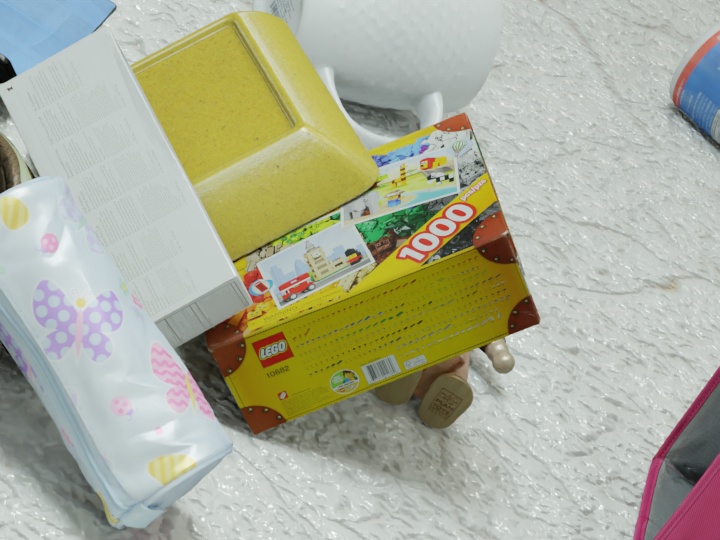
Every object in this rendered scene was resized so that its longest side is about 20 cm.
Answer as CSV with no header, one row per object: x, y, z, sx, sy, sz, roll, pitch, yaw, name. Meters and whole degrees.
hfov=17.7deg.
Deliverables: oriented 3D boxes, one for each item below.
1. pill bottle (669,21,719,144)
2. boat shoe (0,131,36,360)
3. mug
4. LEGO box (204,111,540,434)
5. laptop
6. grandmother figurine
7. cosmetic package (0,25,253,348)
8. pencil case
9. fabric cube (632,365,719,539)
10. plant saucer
0.415,-0.153,2.317,0.200,0.113,0.112,44,28,24,pill bottle
-0.204,-0.007,1.426,0.076,0.072,0.201,26,30,-47,boat shoe
0.010,-0.188,1.912,0.174,0.148,0.201,4,67,-32,mug
0.000,0.000,1.477,0.149,0.199,0.077,-106,173,-55,LEGO box
-0.284,-0.216,1.624,0.187,0.116,0.200,33,-8,3,laptop
0.058,0.035,1.643,0.121,0.061,0.200,36,27,-13,grandmother figurine
-0.146,-0.047,1.427,0.201,0.082,0.051,62,-2,25,cosmetic package
-0.154,0.044,1.290,0.201,0.083,0.091,56,22,2,pencil case
0.321,0.152,1.571,0.199,0.197,0.200,34,24,0,fabric cube
-0.113,-0.086,1.518,0.200,0.199,0.049,59,-6,45,plant saucer
